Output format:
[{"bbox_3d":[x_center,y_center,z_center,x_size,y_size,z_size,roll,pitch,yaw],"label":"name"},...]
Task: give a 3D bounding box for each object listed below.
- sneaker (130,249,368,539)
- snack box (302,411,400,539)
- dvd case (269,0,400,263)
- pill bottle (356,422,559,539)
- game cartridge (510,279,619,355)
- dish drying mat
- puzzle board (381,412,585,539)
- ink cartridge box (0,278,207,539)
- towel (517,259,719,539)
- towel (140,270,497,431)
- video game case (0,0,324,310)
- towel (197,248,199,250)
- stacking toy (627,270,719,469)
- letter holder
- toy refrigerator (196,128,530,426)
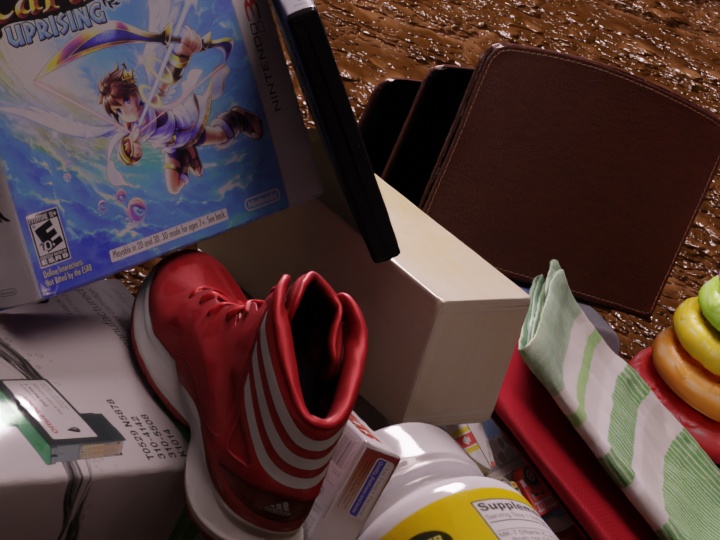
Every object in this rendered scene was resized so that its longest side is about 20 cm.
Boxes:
[{"bbox_3d":[-0.041,0.030,1.166,0.078,0.116,0.200,14,32,-31],"label":"sneaker"},{"bbox_3d":[-0.038,0.086,1.236,0.024,0.072,0.200,27,5,-24],"label":"snack box"},{"bbox_3d":[-0.024,-0.106,1.313,0.018,0.143,0.200,-21,28,-1],"label":"dvd case"},{"bbox_3d":[0.056,0.170,1.191,0.114,0.114,0.200,4,34,-40],"label":"pill bottle"},{"bbox_3d":[0.058,0.007,1.551,0.200,0.042,0.133,20,8,-17],"label":"game cartridge"},{"bbox_3d":[0.129,0.123,1.370,0.200,0.018,0.077,52,28,-4],"label":"dish drying mat"},{"bbox_3d":[0.101,0.117,1.370,0.200,0.017,0.151,-20,79,-57],"label":"puzzle board"},{"bbox_3d":[-0.167,0.079,1.180,0.200,0.084,0.146,-1,38,-47],"label":"ink cartridge box"},{"bbox_3d":[0.158,0.094,1.415,0.200,0.023,0.153,53,16,-9],"label":"towel"},{"bbox_3d":[-0.014,0.050,1.387,0.200,0.035,0.132,39,28,24],"label":"towel"},{"bbox_3d":[-0.120,-0.096,1.231,0.200,0.045,0.182,-23,98,-45],"label":"video game case"},{"bbox_3d":[-0.035,0.048,1.437,0.147,0.024,0.200,23,26,-7],"label":"towel"},{"bbox_3d":[0.236,0.031,1.521,0.110,0.200,0.116,35,26,16],"label":"stacking toy"},{"bbox_3d":[0.108,-0.072,1.561,0.200,0.142,0.101,15,14,-35],"label":"letter holder"},{"bbox_3d":[0.000,0.000,1.349,0.070,0.076,0.200,-1,28,-39],"label":"toy refrigerator"}]
